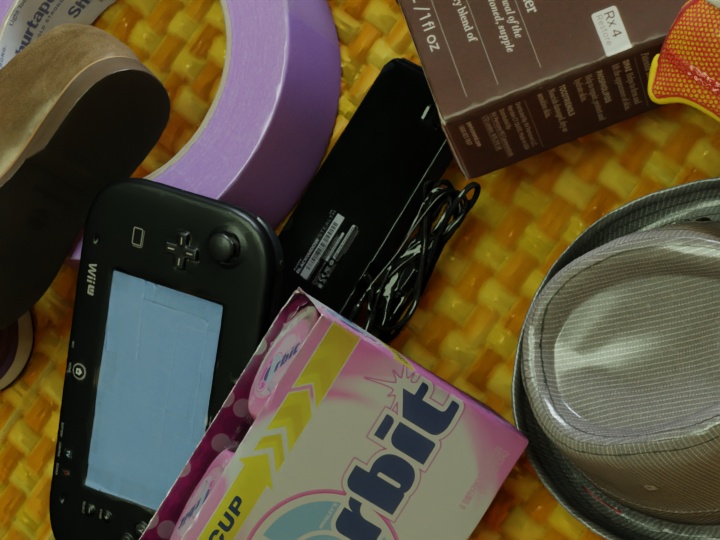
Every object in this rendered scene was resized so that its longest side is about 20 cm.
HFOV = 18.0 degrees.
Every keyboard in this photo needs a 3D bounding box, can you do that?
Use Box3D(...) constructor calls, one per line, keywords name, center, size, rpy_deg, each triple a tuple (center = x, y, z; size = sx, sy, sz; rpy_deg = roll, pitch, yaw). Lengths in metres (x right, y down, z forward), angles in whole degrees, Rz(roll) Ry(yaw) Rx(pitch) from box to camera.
Box3D(name="keyboard", center=(0.000, 0.000, 1.102), size=(0.104, 0.040, 0.200), rpy_deg=(35, 94, 50))

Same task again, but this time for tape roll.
Box3D(name="tape roll", center=(-0.112, -0.096, 1.150), size=(0.199, 0.066, 0.201), rpy_deg=(-6, 75, 24))

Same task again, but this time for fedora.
Box3D(name="fedora", center=(0.150, 0.036, 0.984), size=(0.199, 0.090, 0.178), rpy_deg=(-4, 76, 23))

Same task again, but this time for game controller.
Box3D(name="game controller", center=(-0.094, 0.058, 1.080), size=(0.104, 0.042, 0.201), rpy_deg=(14, 106, 17))

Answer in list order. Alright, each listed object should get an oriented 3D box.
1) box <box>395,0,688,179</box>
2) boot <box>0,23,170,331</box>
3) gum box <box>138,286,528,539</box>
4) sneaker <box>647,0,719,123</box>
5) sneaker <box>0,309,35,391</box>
Box3D(name="box", center=(0.119, -0.128, 1.028), size=(0.199, 0.075, 0.100), rpy_deg=(-21, 67, 4))
Box3D(name="boot", center=(-0.178, -0.035, 1.102), size=(0.200, 0.074, 0.075), rpy_deg=(-46, 46, 4))
Box3D(name="gum box", center=(-0.030, 0.125, 1.026), size=(0.113, 0.066, 0.200), rpy_deg=(32, 92, -16))
Box3D(name="sneaker", center=(0.213, -0.048, 0.971), size=(0.200, 0.073, 0.077), rpy_deg=(36, 121, 0))
Box3D(name="sneaker", center=(-0.231, -0.036, 1.175), size=(0.076, 0.088, 0.201), rpy_deg=(-30, 67, 15))
